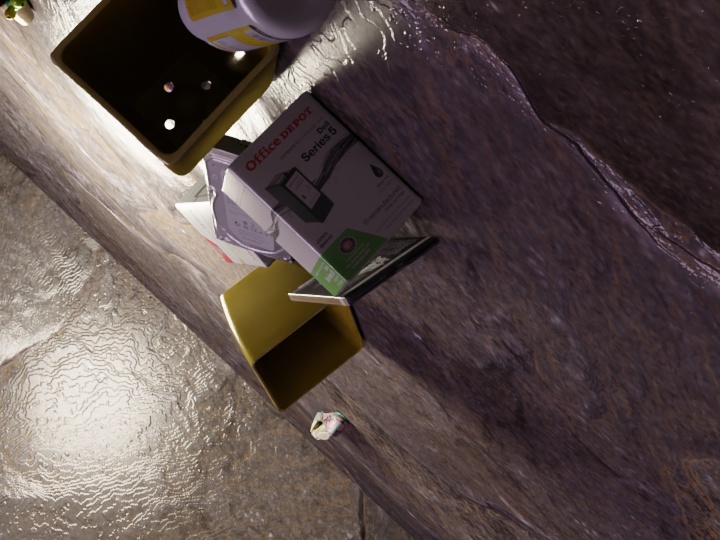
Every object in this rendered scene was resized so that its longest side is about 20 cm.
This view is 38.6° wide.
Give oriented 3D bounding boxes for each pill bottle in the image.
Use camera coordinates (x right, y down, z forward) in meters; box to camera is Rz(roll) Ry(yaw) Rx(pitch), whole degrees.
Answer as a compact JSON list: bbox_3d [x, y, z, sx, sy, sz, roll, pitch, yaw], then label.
[{"bbox_3d":[-0.112,-0.279,1.026,0.112,0.112,0.199,51,161,-24],"label":"pill bottle"}]

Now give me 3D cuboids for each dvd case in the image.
[{"bbox_3d":[0.000,0.000,1.366,0.016,0.148,0.200,61,159,-12],"label":"dvd case"}]

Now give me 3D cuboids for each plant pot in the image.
[{"bbox_3d":[-0.228,-0.236,1.273,0.195,0.194,0.200,42,172,4],"label":"plant pot"},{"bbox_3d":[-0.138,0.094,1.846,0.176,0.199,0.201,46,167,31],"label":"plant pot"}]

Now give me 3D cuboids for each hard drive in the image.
[{"bbox_3d":[-0.162,-0.105,1.533,0.138,0.038,0.201,18,140,15],"label":"hard drive"}]

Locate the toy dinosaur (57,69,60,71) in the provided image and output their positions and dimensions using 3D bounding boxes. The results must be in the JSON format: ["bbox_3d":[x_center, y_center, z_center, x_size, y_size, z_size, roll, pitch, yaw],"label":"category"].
[{"bbox_3d":[-0.407,-0.319,1.639,0.135,0.103,0.199,35,148,-33],"label":"toy dinosaur"}]

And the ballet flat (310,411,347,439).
[{"bbox_3d":[-0.088,0.399,2.623,0.069,0.071,0.200,44,163,-6],"label":"ballet flat"}]

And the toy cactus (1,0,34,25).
[{"bbox_3d":[-0.622,-0.475,1.766,0.199,0.103,0.165,24,166,27],"label":"toy cactus"}]

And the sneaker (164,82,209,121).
[{"bbox_3d":[-0.262,-0.279,1.446,0.090,0.075,0.200,16,155,41],"label":"sneaker"}]

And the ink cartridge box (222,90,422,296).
[{"bbox_3d":[-0.049,-0.093,1.259,0.200,0.146,0.084,43,162,1],"label":"ink cartridge box"}]

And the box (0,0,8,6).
[{"bbox_3d":[-0.519,-0.485,1.363,0.199,0.164,0.166,34,161,29],"label":"box"}]

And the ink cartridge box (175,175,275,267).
[{"bbox_3d":[-0.211,-0.087,1.739,0.148,0.086,0.199,50,160,-21],"label":"ink cartridge box"}]
